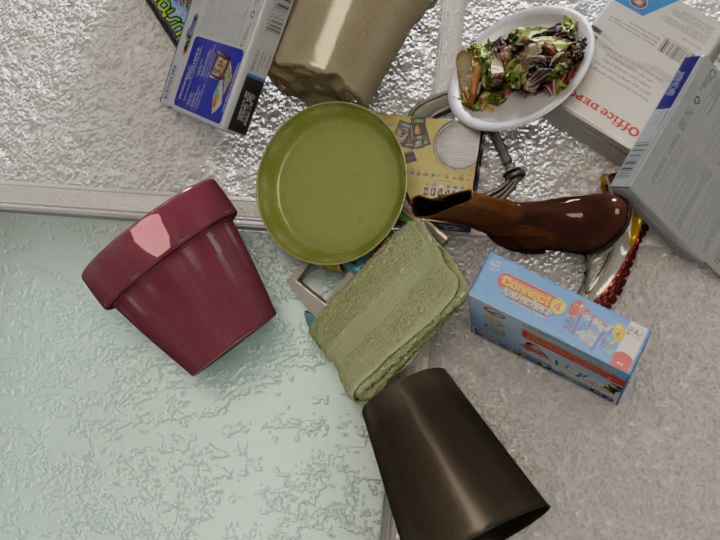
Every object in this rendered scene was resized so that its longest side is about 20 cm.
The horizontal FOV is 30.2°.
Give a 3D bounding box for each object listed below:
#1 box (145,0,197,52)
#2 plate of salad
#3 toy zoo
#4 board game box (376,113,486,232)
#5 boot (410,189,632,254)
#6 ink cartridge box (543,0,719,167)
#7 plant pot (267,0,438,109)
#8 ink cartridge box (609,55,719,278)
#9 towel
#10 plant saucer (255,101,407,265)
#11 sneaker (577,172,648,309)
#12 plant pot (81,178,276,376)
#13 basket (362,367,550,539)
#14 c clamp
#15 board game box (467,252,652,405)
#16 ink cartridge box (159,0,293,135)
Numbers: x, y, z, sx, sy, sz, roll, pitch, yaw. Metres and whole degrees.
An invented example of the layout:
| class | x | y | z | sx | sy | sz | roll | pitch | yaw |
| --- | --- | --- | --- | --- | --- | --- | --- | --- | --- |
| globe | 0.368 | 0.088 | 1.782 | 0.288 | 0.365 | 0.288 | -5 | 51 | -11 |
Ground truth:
| class | x | y | z | sx | sy | sz | roll | pitch | yaw |
| --- | --- | --- | --- | --- | --- | --- | --- | --- | --- |
| box | -0.226 | -0.366 | 1.780 | 0.110 | 0.035 | 0.200 | -33 | 74 | -3 |
| plate of salad | 0.192 | -0.257 | 1.643 | 0.199 | 0.048 | 0.201 | -20 | 46 | 22 |
| toy zoo | 0.000 | 0.000 | 1.640 | 0.131 | 0.020 | 0.200 | 38 | 98 | 11 |
| board game box | 0.049 | -0.126 | 1.672 | 0.199 | 0.035 | 0.136 | 7 | 78 | 14 |
| boot | 0.188 | -0.073 | 1.536 | 0.188 | 0.199 | 0.069 | 0 | 77 | 46 |
| ink cartridge box | 0.339 | -0.244 | 1.661 | 0.146 | 0.084 | 0.200 | 34 | 81 | 14 |
| plant pot | -0.022 | -0.300 | 1.651 | 0.199 | 0.201 | 0.184 | 18 | 75 | 10 |
| ink cartridge box | 0.415 | -0.120 | 1.605 | 0.200 | 0.041 | 0.200 | 40 | 74 | -26 |
| towel | 0.031 | 0.045 | 1.570 | 0.200 | 0.036 | 0.149 | -46 | 48 | 12 |
| plant saucer | -0.032 | -0.105 | 1.625 | 0.199 | 0.031 | 0.201 | -3 | 83 | 22 |
| sneaker | 0.295 | -0.029 | 1.620 | 0.082 | 0.078 | 0.201 | 19 | 69 | 17 |
| plant pot | -0.203 | 0.019 | 1.602 | 0.200 | 0.200 | 0.179 | -37 | 90 | -5 |
| basket | 0.095 | 0.225 | 1.536 | 0.180 | 0.136 | 0.201 | -30 | 70 | 10 |
| c clamp | 0.146 | -0.169 | 1.691 | 0.170 | 0.027 | 0.201 | -18 | 73 | 1 |
| board game box | 0.224 | 0.071 | 1.529 | 0.199 | 0.196 | 0.056 | 27 | 79 | 12 |
| ink cartridge box | -0.168 | -0.282 | 1.667 | 0.047 | 0.200 | 0.199 | 15 | 98 | -32 |
